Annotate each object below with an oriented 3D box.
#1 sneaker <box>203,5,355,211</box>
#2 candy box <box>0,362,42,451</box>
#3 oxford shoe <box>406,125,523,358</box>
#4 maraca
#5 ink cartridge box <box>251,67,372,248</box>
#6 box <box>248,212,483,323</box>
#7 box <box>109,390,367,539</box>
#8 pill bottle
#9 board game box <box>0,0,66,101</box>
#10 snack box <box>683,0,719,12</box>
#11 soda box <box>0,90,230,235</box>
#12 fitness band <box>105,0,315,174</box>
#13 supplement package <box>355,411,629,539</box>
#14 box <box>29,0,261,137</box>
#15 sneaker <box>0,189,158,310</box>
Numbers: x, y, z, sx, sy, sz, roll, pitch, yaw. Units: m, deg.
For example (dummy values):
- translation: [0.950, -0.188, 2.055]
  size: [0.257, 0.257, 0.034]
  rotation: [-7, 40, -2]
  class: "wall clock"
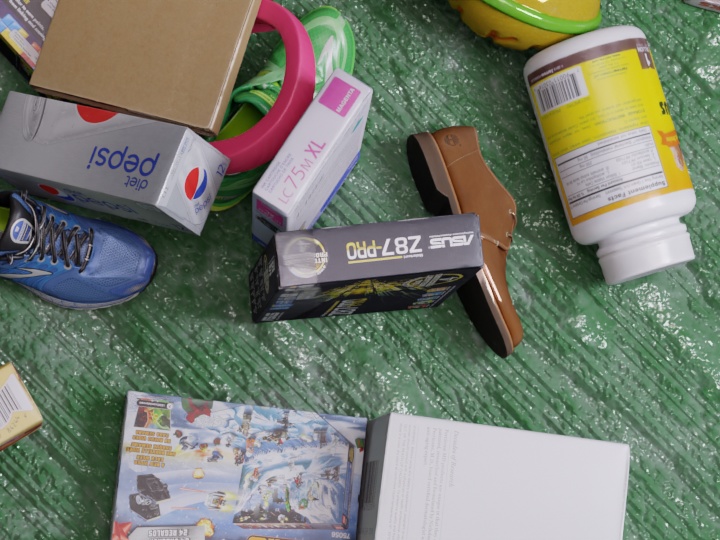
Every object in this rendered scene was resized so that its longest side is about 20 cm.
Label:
- translation: [-0.068, -0.132, 1.695]
  size: [0.074, 0.084, 0.201]
  rotation: [37, 78, -2]
  class: "sneaker"
- translation: [-0.345, 0.146, 1.596]
  size: [0.199, 0.117, 0.057]
  rotation: [-32, 89, -12]
  class: "candy box"
- translation: [0.104, -0.028, 1.719]
  size: [0.071, 0.071, 0.202]
  rotation: [-16, 84, -16]
  class: "oxford shoe"
- translation: [0.114, -0.246, 1.714]
  size: [0.199, 0.137, 0.108]
  rotation: [12, 120, -28]
  class: "maraca"
- translation: [-0.041, -0.077, 1.636]
  size: [0.042, 0.200, 0.120]
  rotation: [33, 79, 6]
  class: "ink cartridge box"
- translation: [0.000, 0.000, 1.629]
  size: [0.160, 0.200, 0.050]
  rotation: [-3, 81, -10]
  class: "box"
- translation: [-0.099, 0.177, 1.671]
  size: [0.198, 0.040, 0.138]
  rotation: [8, 80, -8]
  class: "box"
- translation: [0.213, -0.095, 1.723]
  size: [0.108, 0.109, 0.202]
  rotation: [-16, 85, -11]
  class: "pill bottle"
- translation: [-0.257, -0.262, 1.697]
  size: [0.165, 0.057, 0.200]
  rotation: [-42, 91, -14]
  class: "board game box"
- translation: [0.386, -0.246, 1.814]
  size: [0.198, 0.024, 0.073]
  rotation: [14, 79, -7]
  class: "snack box"
- translation: [-0.202, -0.086, 1.620]
  size: [0.199, 0.063, 0.069]
  rotation: [14, 77, 37]
  class: "soda box"
- translation: [-0.121, -0.144, 1.652]
  size: [0.199, 0.037, 0.145]
  rotation: [-6, 69, 33]
  class: "fitness band"
- translation: [0.104, 0.187, 1.664]
  size: [0.198, 0.117, 0.118]
  rotation: [8, 81, -7]
  class: "supplement package"
- translation: [-0.159, -0.219, 1.639]
  size: [0.162, 0.021, 0.202]
  rotation: [15, 80, 17]
  class: "box"
- translation: [-0.260, -0.018, 1.646]
  size: [0.198, 0.089, 0.079]
  rotation: [11, 82, -8]
  class: "sneaker"
